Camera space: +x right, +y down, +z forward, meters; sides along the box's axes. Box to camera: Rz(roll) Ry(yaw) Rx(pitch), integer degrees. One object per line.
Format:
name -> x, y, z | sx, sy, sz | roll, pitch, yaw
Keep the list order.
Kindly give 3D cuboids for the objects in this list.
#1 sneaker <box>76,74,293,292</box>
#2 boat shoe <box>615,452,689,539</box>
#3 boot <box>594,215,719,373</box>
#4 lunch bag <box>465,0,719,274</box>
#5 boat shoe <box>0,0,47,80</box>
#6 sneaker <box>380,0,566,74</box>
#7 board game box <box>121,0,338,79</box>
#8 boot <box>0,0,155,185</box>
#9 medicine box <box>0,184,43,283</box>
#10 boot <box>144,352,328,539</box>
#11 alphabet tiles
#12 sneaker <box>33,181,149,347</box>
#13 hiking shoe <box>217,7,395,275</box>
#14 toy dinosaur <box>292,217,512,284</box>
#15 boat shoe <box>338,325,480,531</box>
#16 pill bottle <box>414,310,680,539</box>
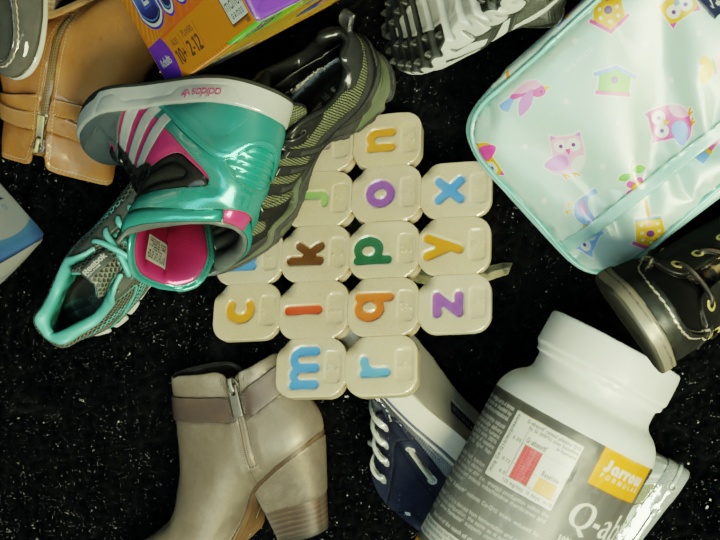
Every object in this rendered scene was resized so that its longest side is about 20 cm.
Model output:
sneaker -> -0.124, -0.049, 0.805 | 0.200, 0.083, 0.121 | 0, 74, 49
boat shoe -> 0.171, 0.218, 0.929 | 0.065, 0.074, 0.203 | 22, 103, 10
boot -> 0.230, -0.006, 0.786 | 0.150, 0.200, 0.073 | -35, 76, 15
lunch bag -> 0.182, -0.103, 0.825 | 0.200, 0.077, 0.161 | -40, 93, 22
boat shoe -> -0.256, -0.231, 0.873 | 0.067, 0.057, 0.201 | -10, 81, 37
sneaker -> 0.083, -0.170, 0.803 | 0.090, 0.200, 0.067 | -8, 84, -25
board game box -> -0.052, -0.252, 0.732 | 0.199, 0.200, 0.200 | -31, 99, -19
boot -> -0.173, -0.135, 0.899 | 0.199, 0.077, 0.156 | 13, 103, 16
medicine box -> -0.362, -0.046, 0.923 | 0.103, 0.182, 0.200 | -41, 94, 22
boot -> -0.114, 0.147, 0.987 | 0.199, 0.070, 0.147 | -18, 95, 17
alphabet tiles -> -0.005, -0.011, 0.871 | 0.195, 0.015, 0.201 | -4, 72, 16
sneaker -> -0.168, -0.014, 0.933 | 0.078, 0.091, 0.200 | 39, 111, -1
hiking shoe -> -0.065, -0.087, 0.852 | 0.076, 0.101, 0.200 | 38, 88, 25
toy dinosaur -> 0.000, 0.000, 0.921 | 0.199, 0.047, 0.088 | 22, 104, 4
boat shoe -> 0.028, 0.115, 0.921 | 0.093, 0.075, 0.200 | -36, 107, 24
pill bottle -> 0.122, 0.136, 0.844 | 0.116, 0.116, 0.201 | 28, 91, 4
